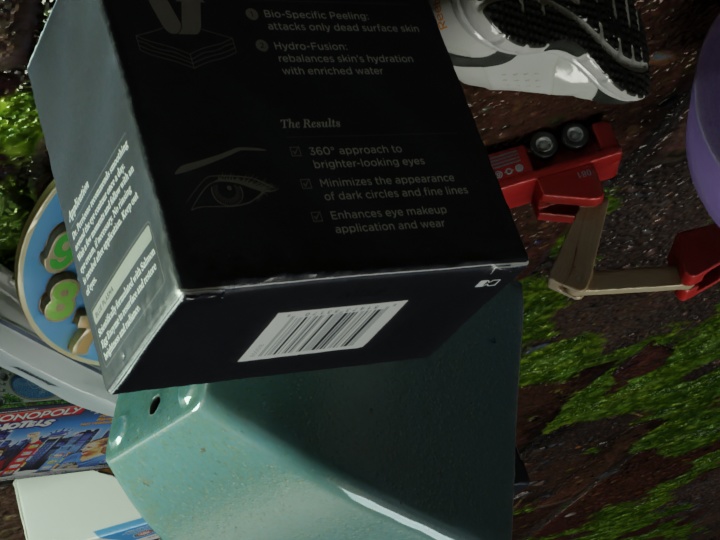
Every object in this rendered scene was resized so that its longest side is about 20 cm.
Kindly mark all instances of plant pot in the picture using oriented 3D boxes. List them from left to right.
[{"bbox_3d":[-0.040,0.085,0.925,0.199,0.197,0.195,26,143,-27],"label":"plant pot"}]

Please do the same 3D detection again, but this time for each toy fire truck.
[{"bbox_3d":[0.157,-0.032,1.087,0.199,0.142,0.049,-17,159,-4],"label":"toy fire truck"}]

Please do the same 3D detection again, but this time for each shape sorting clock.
[{"bbox_3d":[-0.124,-0.015,0.963,0.199,0.039,0.201,-20,133,-23],"label":"shape sorting clock"}]

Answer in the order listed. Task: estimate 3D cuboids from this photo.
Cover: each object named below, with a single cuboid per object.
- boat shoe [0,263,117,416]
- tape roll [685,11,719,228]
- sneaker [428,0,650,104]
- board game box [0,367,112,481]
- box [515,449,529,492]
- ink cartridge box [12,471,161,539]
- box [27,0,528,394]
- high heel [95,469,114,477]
[{"bbox_3d":[-0.202,0.053,1.054,0.073,0.066,0.200,6,159,37],"label":"boat shoe"},{"bbox_3d":[0.314,-0.099,0.969,0.199,0.201,0.085,-19,158,2],"label":"tape roll"},{"bbox_3d":[0.103,-0.141,0.900,0.080,0.074,0.199,-17,160,41],"label":"sneaker"},{"bbox_3d":[-0.235,0.098,1.187,0.199,0.062,0.200,-1,150,-43],"label":"board game box"},{"bbox_3d":[0.009,0.125,1.256,0.117,0.198,0.200,7,148,-45],"label":"box"},{"bbox_3d":[-0.257,0.255,1.531,0.144,0.084,0.200,-16,159,-6],"label":"ink cartridge box"},{"bbox_3d":[-0.048,-0.056,0.779,0.196,0.201,0.117,-4,154,-31],"label":"box"},{"bbox_3d":[-0.192,0.206,1.383,0.071,0.143,0.199,-33,154,34],"label":"high heel"}]
